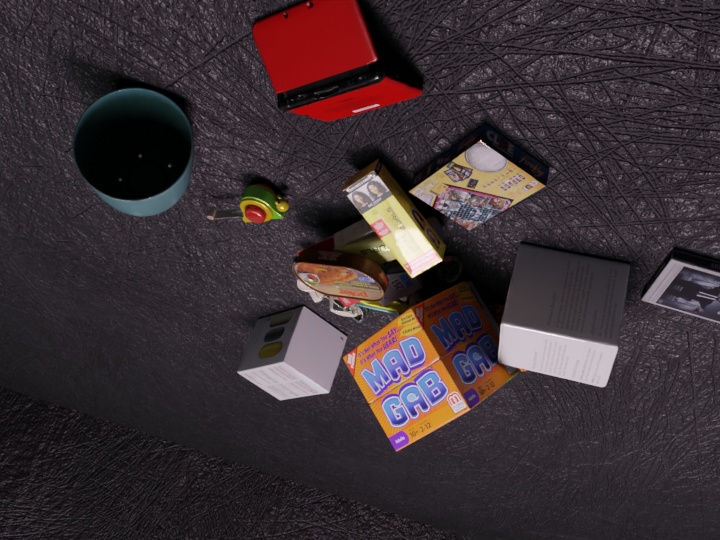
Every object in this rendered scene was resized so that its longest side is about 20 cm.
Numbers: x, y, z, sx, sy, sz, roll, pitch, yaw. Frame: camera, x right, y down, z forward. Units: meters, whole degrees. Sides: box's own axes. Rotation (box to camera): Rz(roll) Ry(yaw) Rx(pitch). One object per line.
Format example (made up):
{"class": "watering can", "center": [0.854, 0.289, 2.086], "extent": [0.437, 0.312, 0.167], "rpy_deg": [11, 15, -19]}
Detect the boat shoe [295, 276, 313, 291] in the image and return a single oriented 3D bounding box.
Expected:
{"class": "boat shoe", "center": [-0.033, 0.003, 1.710], "extent": [0.196, 0.058, 0.068], "rpy_deg": [-1, 135, -4]}

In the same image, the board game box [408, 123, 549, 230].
{"class": "board game box", "center": [0.185, -0.143, 1.353], "extent": [0.134, 0.035, 0.199], "rpy_deg": [31, 149, -19]}

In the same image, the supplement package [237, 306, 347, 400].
{"class": "supplement package", "center": [-0.164, 0.202, 2.036], "extent": [0.150, 0.154, 0.198], "rpy_deg": [37, 147, -29]}

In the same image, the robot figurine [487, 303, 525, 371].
{"class": "robot figurine", "center": [0.321, 0.133, 1.719], "extent": [0.143, 0.059, 0.200], "rpy_deg": [-10, 140, 41]}

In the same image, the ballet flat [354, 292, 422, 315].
{"class": "ballet flat", "center": [0.081, 0.065, 1.744], "extent": [0.196, 0.068, 0.067], "rpy_deg": [19, -177, 8]}

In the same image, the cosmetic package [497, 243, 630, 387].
{"class": "cosmetic package", "center": [0.356, 0.080, 1.496], "extent": [0.196, 0.167, 0.166], "rpy_deg": [12, 151, 15]}

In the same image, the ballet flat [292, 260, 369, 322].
{"class": "ballet flat", "center": [-0.063, 0.048, 1.799], "extent": [0.198, 0.075, 0.074], "rpy_deg": [28, 150, -15]}

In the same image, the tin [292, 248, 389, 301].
{"class": "tin", "center": [-0.036, 0.009, 1.571], "extent": [0.197, 0.042, 0.113], "rpy_deg": [7, 145, 34]}

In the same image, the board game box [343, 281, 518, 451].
{"class": "board game box", "center": [0.132, 0.176, 1.581], "extent": [0.199, 0.199, 0.202], "rpy_deg": [-38, 80, 37]}

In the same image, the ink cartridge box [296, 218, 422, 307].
{"class": "ink cartridge box", "center": [0.000, 0.000, 1.634], "extent": [0.174, 0.045, 0.200], "rpy_deg": [-25, 134, 17]}

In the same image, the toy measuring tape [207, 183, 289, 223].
{"class": "toy measuring tape", "center": [-0.221, -0.126, 1.597], "extent": [0.197, 0.075, 0.074], "rpy_deg": [0, 147, 30]}

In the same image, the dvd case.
{"class": "dvd case", "center": [0.593, 0.036, 1.424], "extent": [0.196, 0.025, 0.151], "rpy_deg": [17, 152, 6]}

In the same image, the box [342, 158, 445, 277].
{"class": "box", "center": [0.059, -0.087, 1.440], "extent": [0.075, 0.050, 0.201], "rpy_deg": [-28, 113, 28]}

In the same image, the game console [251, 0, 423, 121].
{"class": "game console", "center": [-0.032, -0.305, 1.227], "extent": [0.197, 0.121, 0.171], "rpy_deg": [-7, 174, 39]}

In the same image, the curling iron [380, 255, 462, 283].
{"class": "curling iron", "center": [0.096, 0.001, 1.590], "extent": [0.196, 0.051, 0.026], "rpy_deg": [-2, 173, -3]}

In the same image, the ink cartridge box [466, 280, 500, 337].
{"class": "ink cartridge box", "center": [0.201, 0.130, 1.713], "extent": [0.162, 0.047, 0.200], "rpy_deg": [59, 148, 7]}

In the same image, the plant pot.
{"class": "plant pot", "center": [-0.381, -0.188, 1.470], "extent": [0.197, 0.204, 0.161], "rpy_deg": [19, 163, 0]}

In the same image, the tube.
{"class": "tube", "center": [0.052, -0.043, 1.530], "extent": [0.197, 0.052, 0.059], "rpy_deg": [-17, 95, 23]}
